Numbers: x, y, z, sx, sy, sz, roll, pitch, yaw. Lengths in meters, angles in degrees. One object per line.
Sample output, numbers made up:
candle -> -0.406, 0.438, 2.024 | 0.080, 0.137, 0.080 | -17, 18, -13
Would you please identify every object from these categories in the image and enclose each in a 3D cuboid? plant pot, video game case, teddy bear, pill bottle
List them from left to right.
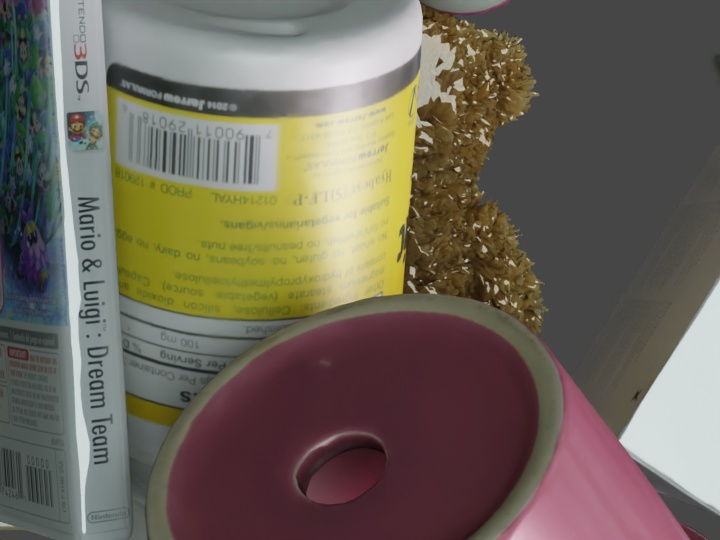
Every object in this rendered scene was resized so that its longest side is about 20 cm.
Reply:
video game case -> -0.130, -0.013, 0.898 | 0.024, 0.200, 0.183 | -6, 96, -30
pill bottle -> -0.041, -0.001, 0.903 | 0.111, 0.111, 0.201 | -1, 116, -12
teddy bear -> 0.000, 0.000, 1.000 | 0.144, 0.067, 0.201 | -8, 101, 0
plant pot -> 0.025, 0.114, 0.825 | 0.199, 0.200, 0.179 | -30, 129, -8

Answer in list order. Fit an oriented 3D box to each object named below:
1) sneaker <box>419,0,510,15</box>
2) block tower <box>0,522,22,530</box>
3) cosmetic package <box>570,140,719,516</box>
sneaker -> 0.036, -0.188, 0.913 | 0.088, 0.081, 0.201 | 7, 97, -52
block tower -> -0.117, -0.011, 0.973 | 0.058, 0.054, 0.201 | 1, 93, -13
cosmetic package -> 0.148, -0.013, 0.977 | 0.052, 0.151, 0.200 | 33, 88, -2
